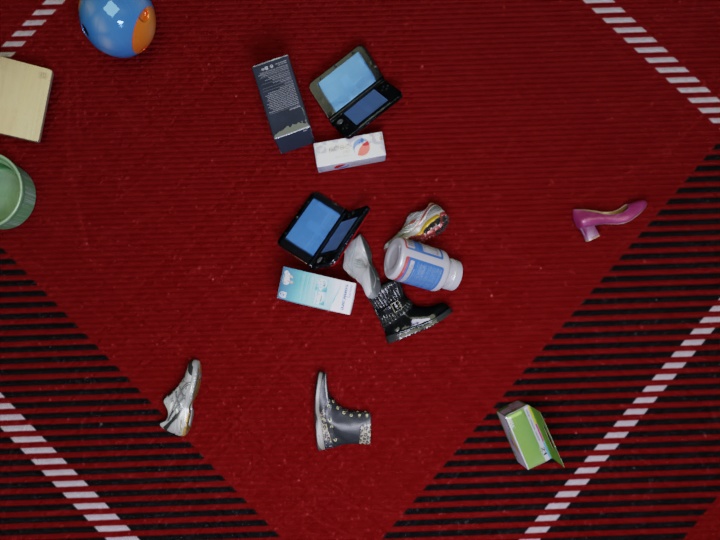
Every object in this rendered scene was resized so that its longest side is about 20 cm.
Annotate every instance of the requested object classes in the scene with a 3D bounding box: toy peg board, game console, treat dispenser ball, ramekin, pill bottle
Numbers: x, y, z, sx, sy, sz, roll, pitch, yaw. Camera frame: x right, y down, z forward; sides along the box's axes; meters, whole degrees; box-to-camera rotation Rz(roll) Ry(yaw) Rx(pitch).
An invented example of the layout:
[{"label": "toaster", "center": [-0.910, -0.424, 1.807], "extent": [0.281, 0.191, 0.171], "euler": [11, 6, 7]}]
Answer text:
[{"label": "toy peg board", "center": [-0.966, -0.469, 1.681], "extent": [0.194, 0.098, 0.206], "euler": [11, 86, -15]}, {"label": "game console", "center": [-0.096, -0.116, 1.601], "extent": [0.119, 0.171, 0.202], "euler": [43, 64, -22]}, {"label": "treat dispenser ball", "center": [-0.653, -0.682, 1.632], "extent": [0.194, 0.201, 0.207], "euler": [0, 85, 0]}, {"label": "ramekin", "center": [-0.989, -0.208, 1.645], "extent": [0.194, 0.098, 0.207], "euler": [0, 85, 0]}, {"label": "game console", "center": [-0.014, -0.489, 1.657], "extent": [0.198, 0.119, 0.173], "euler": [-38, 45, -2]}, {"label": "pill bottle", "center": [0.169, -0.009, 1.610], "extent": [0.195, 0.112, 0.115], "euler": [16, 85, -21]}]

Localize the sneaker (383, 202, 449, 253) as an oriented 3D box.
[{"label": "sneaker", "center": [0.148, -0.108, 1.665], "extent": [0.197, 0.078, 0.083], "euler": [-34, 51, 6]}]

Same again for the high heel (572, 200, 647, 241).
[{"label": "high heel", "center": [0.685, -0.168, 1.668], "extent": [0.196, 0.067, 0.098], "euler": [-28, 96, 11]}]

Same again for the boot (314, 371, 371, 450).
[{"label": "boot", "center": [-0.048, 0.373, 1.620], "extent": [0.149, 0.073, 0.210], "euler": [-2, 92, -3]}]

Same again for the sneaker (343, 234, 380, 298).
[{"label": "sneaker", "center": [0.000, 0.000, 1.625], "extent": [0.079, 0.071, 0.204], "euler": [-27, 50, 13]}]

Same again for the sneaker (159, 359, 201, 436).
[{"label": "sneaker", "center": [-0.483, 0.335, 1.618], "extent": [0.085, 0.076, 0.206], "euler": [13, 85, 1]}]

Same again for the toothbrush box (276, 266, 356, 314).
[{"label": "toothbrush box", "center": [-0.112, 0.056, 1.607], "extent": [0.194, 0.146, 0.088], "euler": [12, 86, -1]}]

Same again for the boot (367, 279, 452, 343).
[{"label": "boot", "center": [0.133, 0.088, 1.638], "extent": [0.206, 0.079, 0.162], "euler": [-21, 86, -1]}]

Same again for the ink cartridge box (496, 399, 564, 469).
[{"label": "ink cartridge box", "center": [0.431, 0.427, 1.553], "extent": [0.074, 0.200, 0.151], "euler": [-23, 86, -2]}]

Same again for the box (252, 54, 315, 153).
[{"label": "box", "center": [-0.206, -0.445, 1.643], "extent": [0.104, 0.148, 0.205], "euler": [-18, 85, -1]}]

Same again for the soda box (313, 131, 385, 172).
[{"label": "soda box", "center": [-0.029, -0.327, 1.677], "extent": [0.194, 0.064, 0.070], "euler": [-10, 86, -2]}]
